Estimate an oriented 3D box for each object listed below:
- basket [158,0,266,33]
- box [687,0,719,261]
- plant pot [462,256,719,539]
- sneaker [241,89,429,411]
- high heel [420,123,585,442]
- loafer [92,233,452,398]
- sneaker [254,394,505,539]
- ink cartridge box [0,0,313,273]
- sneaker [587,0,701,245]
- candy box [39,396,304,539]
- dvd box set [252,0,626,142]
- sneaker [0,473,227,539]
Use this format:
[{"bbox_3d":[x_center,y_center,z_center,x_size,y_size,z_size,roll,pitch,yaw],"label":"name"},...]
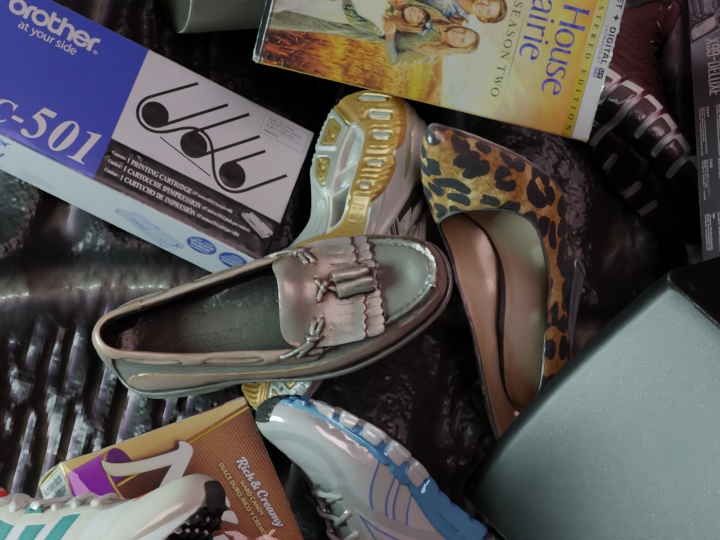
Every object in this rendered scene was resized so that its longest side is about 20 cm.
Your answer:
[{"bbox_3d":[-0.020,-0.209,1.329,0.199,0.180,0.137,-10,114,-18],"label":"basket"},{"bbox_3d":[0.253,-0.068,1.392,0.158,0.049,0.201,36,50,-57],"label":"box"},{"bbox_3d":[0.213,0.099,1.227,0.199,0.178,0.200,-14,49,-45],"label":"plant pot"},{"bbox_3d":[0.000,0.000,1.300,0.088,0.075,0.201,35,76,-52],"label":"sneaker"},{"bbox_3d":[0.077,0.017,1.283,0.200,0.071,0.143,48,46,-46],"label":"high heel"},{"bbox_3d":[-0.050,0.025,1.218,0.199,0.063,0.072,-16,71,13],"label":"loafer"},{"bbox_3d":[0.010,0.148,1.240,0.200,0.075,0.087,42,73,-20],"label":"sneaker"},{"bbox_3d":[-0.134,-0.078,1.289,0.199,0.044,0.094,26,62,-12],"label":"ink cartridge box"},{"bbox_3d":[0.186,-0.120,1.422,0.115,0.076,0.200,-39,88,-32],"label":"sneaker"},{"bbox_3d":[-0.081,0.182,1.211,0.116,0.056,0.201,-18,80,-26],"label":"candy box"},{"bbox_3d":[0.052,-0.165,1.262,0.199,0.029,0.147,13,100,-12],"label":"dvd box set"},{"bbox_3d":[-0.167,0.136,1.143,0.199,0.070,0.094,-31,75,11],"label":"sneaker"}]
